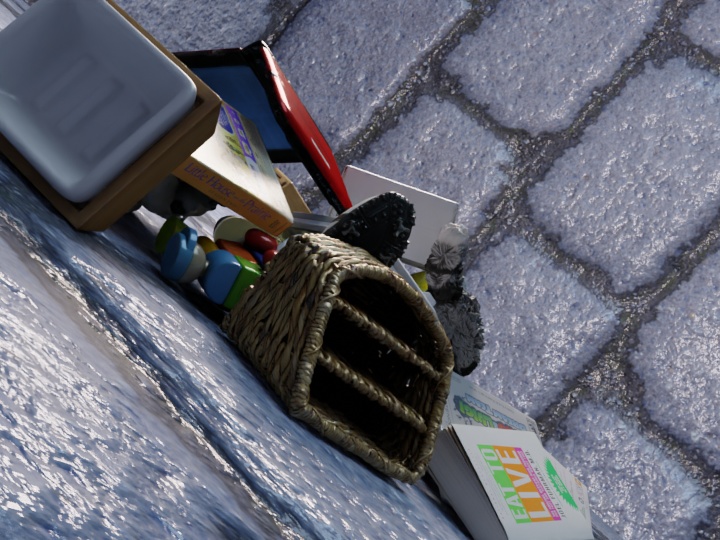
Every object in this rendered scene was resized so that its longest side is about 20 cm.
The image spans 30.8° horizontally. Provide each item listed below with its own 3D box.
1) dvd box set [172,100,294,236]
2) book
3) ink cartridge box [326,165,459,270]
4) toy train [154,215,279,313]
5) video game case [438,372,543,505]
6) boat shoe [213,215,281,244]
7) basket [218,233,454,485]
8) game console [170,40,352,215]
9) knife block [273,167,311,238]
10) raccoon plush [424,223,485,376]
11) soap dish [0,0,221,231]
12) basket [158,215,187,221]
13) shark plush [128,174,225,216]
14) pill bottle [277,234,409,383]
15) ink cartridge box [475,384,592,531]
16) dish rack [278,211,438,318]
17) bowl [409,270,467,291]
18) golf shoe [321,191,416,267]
[{"bbox_3d":[-0.151,-0.127,1.244,0.200,0.029,0.146,32,27,-49],"label":"dvd box set"},{"bbox_3d":[0.153,0.226,1.323,0.200,0.048,0.134,13,41,-57],"label":"book"},{"bbox_3d":[0.034,-0.061,1.606,0.146,0.086,0.200,19,-3,-2],"label":"ink cartridge box"},{"bbox_3d":[-0.146,-0.016,1.255,0.116,0.085,0.200,26,8,-25],"label":"toy train"},{"bbox_3d":[0.143,0.203,1.417,0.200,0.024,0.182,32,32,-36],"label":"video game case"},{"bbox_3d":[-0.109,-0.002,1.578,0.201,0.074,0.063,42,5,-34],"label":"boat shoe"},{"bbox_3d":[0.005,0.073,1.156,0.200,0.143,0.149,40,2,-43],"label":"basket"},{"bbox_3d":[-0.110,-0.144,1.429,0.200,0.119,0.172,55,12,-51],"label":"game console"},{"bbox_3d":[-0.057,-0.018,1.669,0.175,0.200,0.064,7,18,-27],"label":"knife block"},{"bbox_3d":[0.115,0.046,1.521,0.097,0.200,0.134,21,9,11],"label":"raccoon plush"},{"bbox_3d":[-0.230,-0.138,1.102,0.200,0.157,0.081,43,-10,26],"label":"soap dish"},{"bbox_3d":[-0.235,-0.153,1.345,0.123,0.136,0.200,33,-5,40],"label":"basket"},{"bbox_3d":[-0.162,-0.095,1.281,0.091,0.083,0.200,3,1,37],"label":"shark plush"},{"bbox_3d":[-0.019,0.059,1.353,0.200,0.120,0.120,42,2,15],"label":"pill bottle"},{"bbox_3d":[0.191,0.254,1.526,0.200,0.047,0.198,40,22,-11],"label":"ink cartridge box"},{"bbox_3d":[0.000,0.000,1.442,0.200,0.044,0.172,11,-37,56],"label":"dish rack"},{"bbox_3d":[0.052,0.084,1.681,0.108,0.200,0.200,17,-7,20],"label":"bowl"},{"bbox_3d":[-0.033,-0.007,1.255,0.078,0.200,0.094,41,7,-27],"label":"golf shoe"}]
